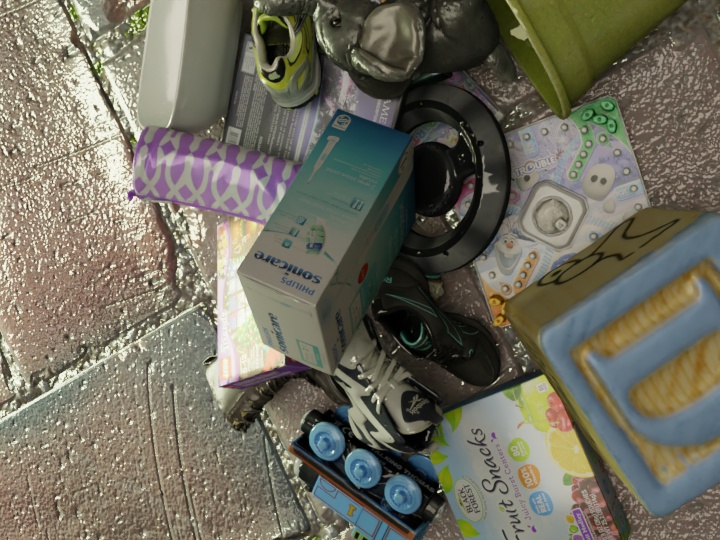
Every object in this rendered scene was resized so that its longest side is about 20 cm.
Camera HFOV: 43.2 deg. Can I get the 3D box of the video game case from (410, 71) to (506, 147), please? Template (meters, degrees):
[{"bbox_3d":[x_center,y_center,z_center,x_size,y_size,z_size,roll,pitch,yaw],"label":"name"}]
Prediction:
[{"bbox_3d":[0.047,-0.195,1.031,0.143,0.018,0.200,-45,80,19],"label":"video game case"}]

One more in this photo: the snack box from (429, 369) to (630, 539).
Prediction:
[{"bbox_3d":[0.178,0.227,1.001,0.167,0.068,0.202,-24,85,22],"label":"snack box"}]

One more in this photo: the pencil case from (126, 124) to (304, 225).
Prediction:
[{"bbox_3d":[-0.148,-0.093,0.967,0.198,0.084,0.086,13,76,2],"label":"pencil case"}]

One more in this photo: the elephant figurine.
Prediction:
[{"bbox_3d":[0.024,-0.233,0.897,0.199,0.142,0.156,-29,53,2],"label":"elephant figurine"}]

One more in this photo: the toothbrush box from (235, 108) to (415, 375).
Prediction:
[{"bbox_3d":[-0.025,-0.026,0.872,0.085,0.147,0.201,22,63,17],"label":"toothbrush box"}]

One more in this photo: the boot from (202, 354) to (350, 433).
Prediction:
[{"bbox_3d":[-0.099,0.131,1.089,0.175,0.069,0.200,-52,54,19],"label":"boot"}]

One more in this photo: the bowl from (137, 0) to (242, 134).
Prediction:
[{"bbox_3d":[-0.197,-0.253,1.052,0.200,0.074,0.202,25,107,61],"label":"bowl"}]

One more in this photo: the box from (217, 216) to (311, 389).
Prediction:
[{"bbox_3d":[-0.114,0.025,1.042,0.136,0.039,0.202,-23,64,46],"label":"box"}]

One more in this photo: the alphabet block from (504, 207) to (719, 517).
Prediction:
[{"bbox_3d":[0.270,0.071,0.842,0.194,0.200,0.197,-32,94,4],"label":"alphabet block"}]

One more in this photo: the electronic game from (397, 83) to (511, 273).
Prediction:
[{"bbox_3d":[0.077,-0.097,0.973,0.199,0.041,0.202,4,96,43],"label":"electronic game"}]

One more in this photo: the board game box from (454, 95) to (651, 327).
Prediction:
[{"bbox_3d":[0.205,-0.058,0.973,0.198,0.026,0.202,-18,93,20],"label":"board game box"}]

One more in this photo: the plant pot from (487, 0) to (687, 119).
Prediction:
[{"bbox_3d":[0.224,-0.280,0.878,0.183,0.200,0.202,-31,84,9],"label":"plant pot"}]

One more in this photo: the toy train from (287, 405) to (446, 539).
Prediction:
[{"bbox_3d":[0.004,0.246,1.061,0.199,0.087,0.115,31,114,17],"label":"toy train"}]

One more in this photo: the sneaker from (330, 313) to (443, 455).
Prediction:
[{"bbox_3d":[0.029,0.117,0.948,0.129,0.079,0.201,13,127,46],"label":"sneaker"}]

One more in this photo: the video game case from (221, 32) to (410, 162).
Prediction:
[{"bbox_3d":[-0.054,-0.166,0.999,0.198,0.019,0.144,19,103,16],"label":"video game case"}]

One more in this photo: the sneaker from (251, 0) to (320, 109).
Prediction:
[{"bbox_3d":[-0.080,-0.275,0.956,0.075,0.076,0.202,-12,74,13],"label":"sneaker"}]

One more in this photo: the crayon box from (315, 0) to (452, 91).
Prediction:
[{"bbox_3d":[-0.012,-0.243,1.011,0.198,0.052,0.127,-17,90,22],"label":"crayon box"}]

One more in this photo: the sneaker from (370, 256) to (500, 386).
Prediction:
[{"bbox_3d":[0.076,0.074,0.981,0.200,0.080,0.075,40,123,-22],"label":"sneaker"}]

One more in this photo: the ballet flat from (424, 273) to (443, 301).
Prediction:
[{"bbox_3d":[0.000,0.000,1.043,0.199,0.076,0.064,25,112,19],"label":"ballet flat"}]
